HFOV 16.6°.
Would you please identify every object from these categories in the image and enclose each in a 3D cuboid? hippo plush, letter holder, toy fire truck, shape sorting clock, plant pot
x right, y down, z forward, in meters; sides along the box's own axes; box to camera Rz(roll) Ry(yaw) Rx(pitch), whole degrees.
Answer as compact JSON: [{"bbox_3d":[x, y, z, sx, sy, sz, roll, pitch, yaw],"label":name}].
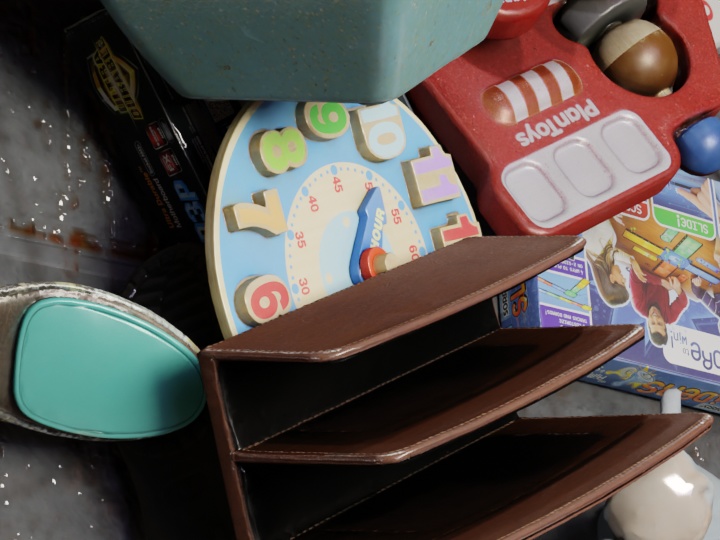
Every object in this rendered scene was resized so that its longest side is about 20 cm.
[{"bbox_3d":[0.183,0.176,1.240,0.160,0.160,0.200,27,10,8],"label":"hippo plush"},{"bbox_3d":[0.051,0.055,1.111,0.200,0.142,0.101,-23,105,-47],"label":"letter holder"},{"bbox_3d":[0.114,-0.104,1.332,0.200,0.112,0.168,-24,71,-34],"label":"toy fire truck"},{"bbox_3d":[0.000,0.000,1.194,0.200,0.039,0.201,22,61,-47],"label":"shape sorting clock"},{"bbox_3d":[-0.023,-0.186,1.136,0.196,0.196,0.201,-39,127,-55],"label":"plant pot"}]

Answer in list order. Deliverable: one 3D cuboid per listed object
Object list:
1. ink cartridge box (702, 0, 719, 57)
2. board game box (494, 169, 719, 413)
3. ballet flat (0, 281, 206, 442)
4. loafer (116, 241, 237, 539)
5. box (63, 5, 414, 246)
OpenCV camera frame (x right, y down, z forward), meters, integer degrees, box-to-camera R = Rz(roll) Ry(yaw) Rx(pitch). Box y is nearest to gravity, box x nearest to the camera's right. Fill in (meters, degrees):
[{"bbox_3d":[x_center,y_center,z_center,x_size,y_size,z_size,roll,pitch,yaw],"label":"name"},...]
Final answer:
[{"bbox_3d":[0.197,-0.200,1.501,0.200,0.085,0.146,-25,86,-46],"label":"ink cartridge box"},{"bbox_3d":[0.164,0.004,1.409,0.199,0.034,0.136,15,60,-33],"label":"board game box"},{"bbox_3d":[-0.165,0.031,1.098,0.200,0.072,0.072,9,64,-28],"label":"ballet flat"},{"bbox_3d":[-0.070,0.086,1.164,0.071,0.073,0.201,24,53,-60],"label":"loafer"},{"bbox_3d":[-0.041,-0.065,1.250,0.159,0.046,0.201,-34,99,-44],"label":"box"}]
